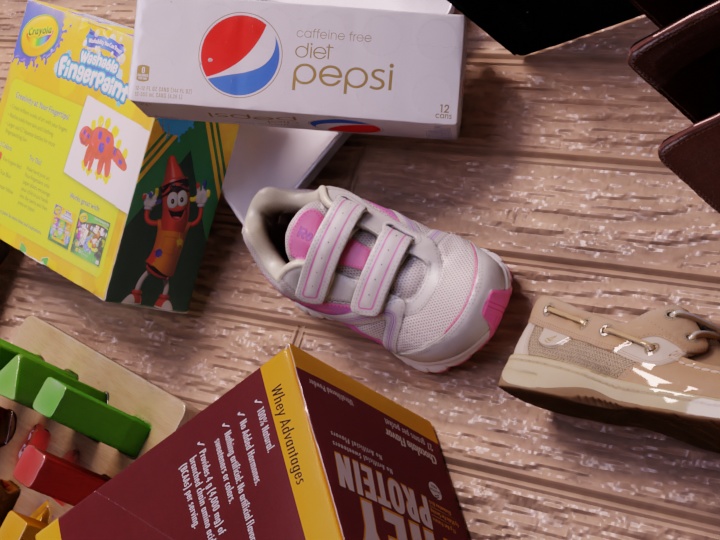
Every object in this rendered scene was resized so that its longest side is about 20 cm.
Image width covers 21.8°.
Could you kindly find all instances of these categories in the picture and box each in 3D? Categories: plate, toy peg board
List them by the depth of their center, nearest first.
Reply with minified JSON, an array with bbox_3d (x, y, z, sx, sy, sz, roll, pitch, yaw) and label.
[{"bbox_3d":[-0.236,0.135,1.224,0.199,0.098,0.200,23,84,46],"label":"toy peg board"},{"bbox_3d":[-0.039,-0.146,1.243,0.200,0.032,0.200,-48,45,11],"label":"plate"}]

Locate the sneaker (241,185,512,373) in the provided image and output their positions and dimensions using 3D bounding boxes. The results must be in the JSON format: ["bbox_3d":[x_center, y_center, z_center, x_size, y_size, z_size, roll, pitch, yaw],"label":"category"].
[{"bbox_3d":[0.000,0.000,1.092,0.199,0.088,0.082,14,78,44],"label":"sneaker"}]

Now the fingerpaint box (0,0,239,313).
[{"bbox_3d":[-0.172,-0.081,1.267,0.199,0.073,0.168,23,100,49],"label":"fingerpaint box"}]

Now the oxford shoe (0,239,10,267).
[{"bbox_3d":[-0.292,0.006,1.369,0.071,0.072,0.202,23,103,42],"label":"oxford shoe"}]

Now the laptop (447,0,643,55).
[{"bbox_3d":[0.123,-0.232,1.034,0.116,0.187,0.201,28,88,45],"label":"laptop"}]

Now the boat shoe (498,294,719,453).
[{"bbox_3d":[0.154,0.048,0.944,0.199,0.071,0.065,9,75,45],"label":"boat shoe"}]

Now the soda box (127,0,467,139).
[{"bbox_3d":[-0.036,-0.122,1.124,0.198,0.064,0.069,5,86,3],"label":"soda box"}]

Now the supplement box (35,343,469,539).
[{"bbox_3d":[-0.048,0.190,1.004,0.199,0.132,0.198,-37,48,21],"label":"supplement box"}]

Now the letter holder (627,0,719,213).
[{"bbox_3d":[0.229,-0.128,0.919,0.199,0.142,0.101,-21,56,32],"label":"letter holder"}]
